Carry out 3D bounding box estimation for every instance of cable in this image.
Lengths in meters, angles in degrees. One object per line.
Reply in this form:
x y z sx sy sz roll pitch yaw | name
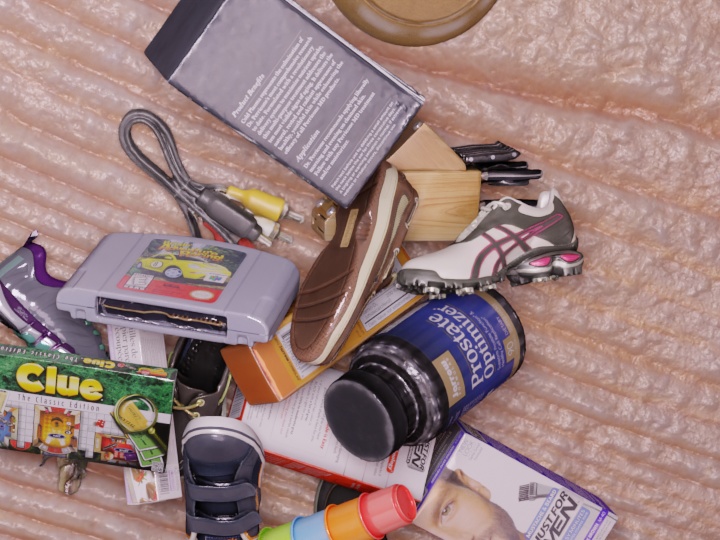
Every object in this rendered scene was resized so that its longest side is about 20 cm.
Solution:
-0.156 -0.070 1.645 0.200 0.050 0.097 38 110 -6 | cable

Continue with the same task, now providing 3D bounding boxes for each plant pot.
0.057 -0.311 1.635 0.199 0.027 0.202 -3 104 -13 | plant pot

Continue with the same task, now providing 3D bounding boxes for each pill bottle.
0.060 0.097 1.641 0.200 0.111 0.113 -34 113 -42 | pill bottle

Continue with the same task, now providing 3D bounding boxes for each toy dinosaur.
-0.308 0.138 1.620 0.087 0.048 0.201 -4 138 -3 | toy dinosaur

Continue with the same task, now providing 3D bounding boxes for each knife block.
0.077 -0.056 1.680 0.200 0.064 0.176 -44 108 -1 | knife block

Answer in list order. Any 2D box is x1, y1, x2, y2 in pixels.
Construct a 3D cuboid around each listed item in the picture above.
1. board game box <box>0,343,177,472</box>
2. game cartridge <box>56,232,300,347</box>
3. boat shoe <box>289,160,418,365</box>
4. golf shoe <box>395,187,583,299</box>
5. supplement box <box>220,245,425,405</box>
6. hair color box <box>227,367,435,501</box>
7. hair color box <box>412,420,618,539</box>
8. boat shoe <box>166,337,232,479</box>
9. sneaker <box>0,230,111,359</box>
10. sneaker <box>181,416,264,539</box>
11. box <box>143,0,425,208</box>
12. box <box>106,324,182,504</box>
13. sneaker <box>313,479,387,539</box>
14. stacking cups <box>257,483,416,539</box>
-0.268 0.122 1.554 0.199 0.024 0.105 8 117 -2 | board game box
-0.162 0.013 1.583 0.199 0.133 0.041 8 115 10 | game cartridge
0.004 0.000 1.585 0.075 0.074 0.203 31 76 -37 | boat shoe
0.116 -0.022 1.629 0.199 0.077 0.089 -10 89 -30 | golf shoe
-0.032 0.049 1.638 0.200 0.066 0.069 -33 99 -31 | supplement box
-0.027 0.152 1.688 0.199 0.061 0.102 20 72 -16 | hair color box
0.151 0.246 1.770 0.199 0.065 0.110 29 95 -16 | hair color box
-0.158 0.105 1.652 0.071 0.061 0.202 22 94 16 | boat shoe
-0.265 0.057 1.623 0.088 0.074 0.200 -47 114 -13 | sneaker
-0.128 0.212 1.626 0.078 0.080 0.200 1 147 2 | sneaker
-0.073 -0.174 1.544 0.196 0.200 0.124 36 94 -18 | box
-0.204 0.118 1.623 0.038 0.041 0.202 -10 85 30 | box
0.004 0.297 1.723 0.074 0.106 0.201 -10 104 -11 | sneaker
-0.038 0.255 1.684 0.199 0.061 0.061 -28 110 23 | stacking cups
